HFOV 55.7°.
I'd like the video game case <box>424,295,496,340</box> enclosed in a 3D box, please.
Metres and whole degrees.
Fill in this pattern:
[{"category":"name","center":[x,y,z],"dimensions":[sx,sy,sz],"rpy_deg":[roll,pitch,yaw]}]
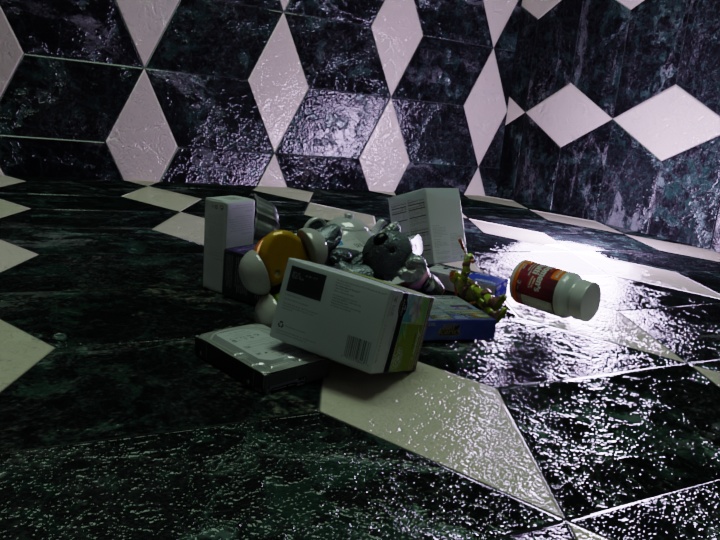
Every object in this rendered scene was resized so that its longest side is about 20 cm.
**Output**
[{"category":"video game case","center":[0.151,0.096,1.413],"dimensions":[0.195,0.047,0.181],"rpy_deg":[1,12,-20]}]

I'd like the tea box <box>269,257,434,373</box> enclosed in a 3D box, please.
[{"category":"tea box","center":[-0.010,0.075,1.129],"dimensions":[0.196,0.137,0.196],"rpy_deg":[16,3,28]}]

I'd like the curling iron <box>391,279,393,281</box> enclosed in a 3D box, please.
[{"category":"curling iron","center":[0.096,0.011,1.645],"dimensions":[0.049,0.026,0.199],"rpy_deg":[43,-21,-17]}]

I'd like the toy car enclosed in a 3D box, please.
[{"category":"toy car","center":[-0.142,0.025,1.299],"dimensions":[0.172,0.204,0.149],"rpy_deg":[-23,7,-25]}]

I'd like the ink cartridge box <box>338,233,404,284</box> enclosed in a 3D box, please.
[{"category":"ink cartridge box","center":[0.000,0.000,1.624],"dimensions":[0.199,0.069,0.115],"rpy_deg":[40,28,25]}]

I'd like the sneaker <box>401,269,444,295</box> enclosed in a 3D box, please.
[{"category":"sneaker","center":[0.159,0.029,1.688],"dimensions":[0.094,0.080,0.200],"rpy_deg":[32,6,-9]}]

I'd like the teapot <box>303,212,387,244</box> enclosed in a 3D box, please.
[{"category":"teapot","center":[-0.043,-0.085,1.877],"dimensions":[0.192,0.150,0.200],"rpy_deg":[9,14,14]}]

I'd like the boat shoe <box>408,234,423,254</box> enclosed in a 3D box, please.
[{"category":"boat shoe","center":[0.088,-0.052,1.696],"dimensions":[0.084,0.077,0.201],"rpy_deg":[-9,9,23]}]

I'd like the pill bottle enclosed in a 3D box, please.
[{"category":"pill bottle","center":[0.459,0.048,1.614],"dimensions":[0.108,0.113,0.198],"rpy_deg":[-5,17,-40]}]

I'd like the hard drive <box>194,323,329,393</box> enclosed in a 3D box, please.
[{"category":"hard drive","center":[-0.163,0.138,1.115],"dimensions":[0.138,0.039,0.198],"rpy_deg":[-7,19,-44]}]

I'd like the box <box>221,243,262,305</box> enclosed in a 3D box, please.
[{"category":"box","center":[-0.183,0.014,1.484],"dimensions":[0.196,0.107,0.147],"rpy_deg":[13,14,29]}]

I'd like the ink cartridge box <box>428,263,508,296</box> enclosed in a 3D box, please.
[{"category":"ink cartridge box","center":[0.272,0.029,1.757],"dimensions":[0.196,0.045,0.093],"rpy_deg":[14,17,30]}]

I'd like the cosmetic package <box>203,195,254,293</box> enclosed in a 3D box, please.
[{"category":"cosmetic package","center":[-0.296,-0.061,1.532],"dimensions":[0.073,0.205,0.101],"rpy_deg":[13,14,29]}]

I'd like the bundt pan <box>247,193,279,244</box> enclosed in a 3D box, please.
[{"category":"bundt pan","center":[-0.256,-0.080,1.671],"dimensions":[0.074,0.207,0.201],"rpy_deg":[15,8,-25]}]

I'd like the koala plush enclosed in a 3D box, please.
[{"category":"koala plush","center":[0.026,-0.017,1.411],"dimensions":[0.197,0.186,0.178],"rpy_deg":[-29,51,-12]}]

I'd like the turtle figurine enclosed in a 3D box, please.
[{"category":"turtle figurine","center":[0.249,0.038,1.504],"dimensions":[0.064,0.203,0.161],"rpy_deg":[-30,49,-27]}]

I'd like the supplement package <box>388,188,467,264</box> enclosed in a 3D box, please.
[{"category":"supplement package","center":[0.189,-0.117,1.914],"dimensions":[0.150,0.206,0.149],"rpy_deg":[-6,-2,-43]}]
